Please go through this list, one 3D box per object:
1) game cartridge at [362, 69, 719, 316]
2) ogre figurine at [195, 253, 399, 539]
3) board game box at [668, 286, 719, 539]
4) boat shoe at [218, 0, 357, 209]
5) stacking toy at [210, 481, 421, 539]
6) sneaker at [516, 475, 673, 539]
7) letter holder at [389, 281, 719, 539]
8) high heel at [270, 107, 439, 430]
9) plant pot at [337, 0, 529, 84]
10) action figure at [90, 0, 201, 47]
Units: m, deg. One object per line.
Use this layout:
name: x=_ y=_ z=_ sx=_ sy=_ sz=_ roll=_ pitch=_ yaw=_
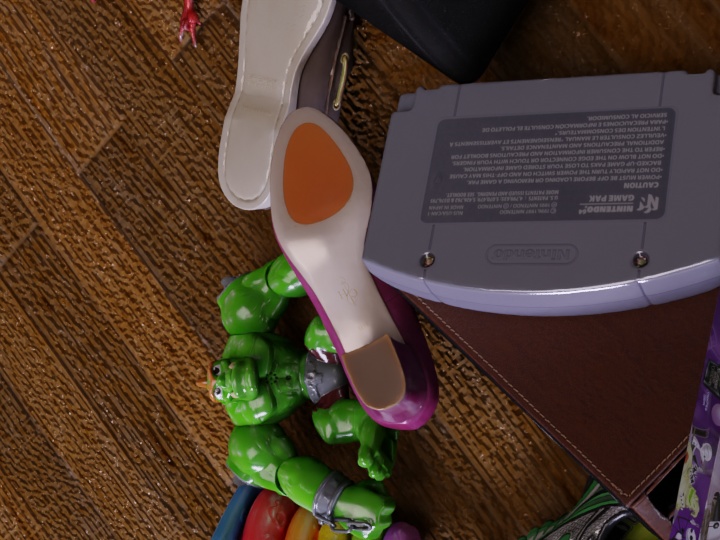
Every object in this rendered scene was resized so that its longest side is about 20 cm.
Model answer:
game cartridge: x=0.103 y=-0.041 z=0.771 sx=0.200 sy=0.040 sz=0.134 roll=1 pitch=61 yaw=26
ogre figurine: x=-0.037 y=0.073 z=0.942 sx=0.120 sy=0.098 sz=0.200 roll=-6 pitch=104 yaw=25
board game box: x=0.222 y=0.061 z=0.699 sx=0.032 sy=0.120 sz=0.200 roll=-142 pitch=55 yaw=-60
boat shoe: x=-0.037 y=-0.135 z=0.907 sx=0.072 sy=0.059 sz=0.200 roll=22 pitch=105 yaw=38
stacking toy: x=0.004 y=0.202 z=0.957 sx=0.200 sy=0.110 sz=0.116 roll=2 pitch=121 yaw=19
sneaker: x=0.137 y=0.184 z=0.859 sx=0.078 sy=0.085 sz=0.200 roll=24 pitch=118 yaw=-6
letter holder: x=0.141 y=0.030 z=0.796 sx=0.142 sy=0.101 sz=0.200 roll=-47 pitch=55 yaw=0
high heel: x=0.000 y=0.000 z=0.872 sx=0.067 sy=0.096 sz=0.200 roll=-25 pitch=73 yaw=7
plant pot: x=0.009 y=-0.245 z=0.754 sx=0.200 sy=0.177 sz=0.200 roll=37 pitch=101 yaw=19
action figure: x=-0.172 y=-0.213 z=0.968 sx=0.200 sy=0.065 sz=0.099 roll=16 pitch=102 yaw=28
